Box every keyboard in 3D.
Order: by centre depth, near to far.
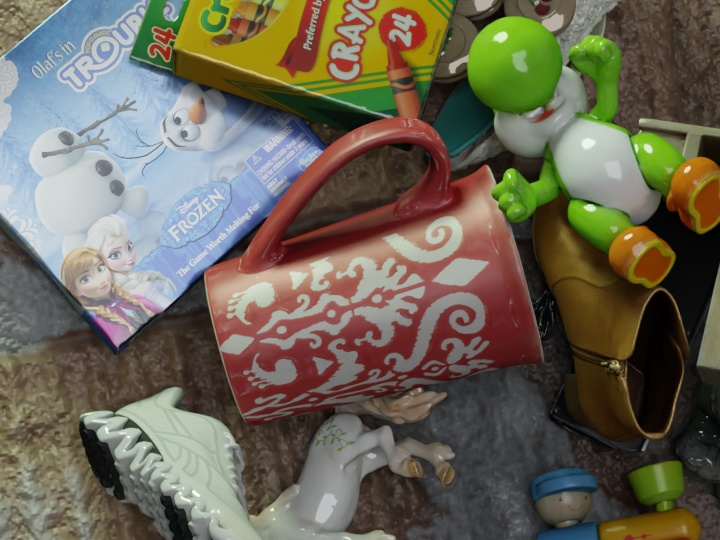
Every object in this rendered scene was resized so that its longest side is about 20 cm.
[{"bbox_3d":[0.180,0.018,1.405,0.127,0.021,0.201,28,79,-11],"label":"keyboard"}]

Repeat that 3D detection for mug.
[{"bbox_3d":[0.001,0.003,1.314,0.199,0.133,0.178,-17,88,2],"label":"mug"}]

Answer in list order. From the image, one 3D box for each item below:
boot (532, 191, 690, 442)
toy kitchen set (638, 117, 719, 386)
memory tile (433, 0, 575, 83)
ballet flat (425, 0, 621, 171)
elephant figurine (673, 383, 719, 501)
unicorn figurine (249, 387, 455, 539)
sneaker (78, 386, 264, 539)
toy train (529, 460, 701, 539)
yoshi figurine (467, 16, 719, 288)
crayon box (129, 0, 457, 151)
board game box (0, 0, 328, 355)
[{"bbox_3d":[0.170,0.011,1.318,0.070,0.144,0.202,-3,86,-15],"label":"boot"},{"bbox_3d":[0.246,0.001,1.319,0.162,0.200,0.181,11,76,18],"label":"toy kitchen set"},{"bbox_3d":[0.086,-0.218,1.385,0.153,0.017,0.201,20,74,18],"label":"memory tile"},{"bbox_3d":[0.124,-0.140,1.395,0.072,0.072,0.200,35,81,-3],"label":"ballet flat"},{"bbox_3d":[0.300,0.100,1.320,0.141,0.200,0.155,-42,90,-11],"label":"elephant figurine"},{"bbox_3d":[-0.026,0.159,1.323,0.137,0.074,0.200,14,52,33],"label":"unicorn figurine"},{"bbox_3d":[-0.103,0.134,1.274,0.081,0.200,0.075,-26,129,-24],"label":"sneaker"},{"bbox_3d":[0.212,0.179,1.338,0.199,0.085,0.116,-13,71,11],"label":"toy train"},{"bbox_3d":[0.130,-0.087,1.251,0.112,0.112,0.200,-19,51,-34],"label":"yoshi figurine"},{"bbox_3d":[-0.041,-0.171,1.328,0.199,0.051,0.128,17,74,0],"label":"crayon box"},{"bbox_3d":[-0.156,-0.083,1.352,0.200,0.043,0.199,-43,90,-12],"label":"board game box"}]
